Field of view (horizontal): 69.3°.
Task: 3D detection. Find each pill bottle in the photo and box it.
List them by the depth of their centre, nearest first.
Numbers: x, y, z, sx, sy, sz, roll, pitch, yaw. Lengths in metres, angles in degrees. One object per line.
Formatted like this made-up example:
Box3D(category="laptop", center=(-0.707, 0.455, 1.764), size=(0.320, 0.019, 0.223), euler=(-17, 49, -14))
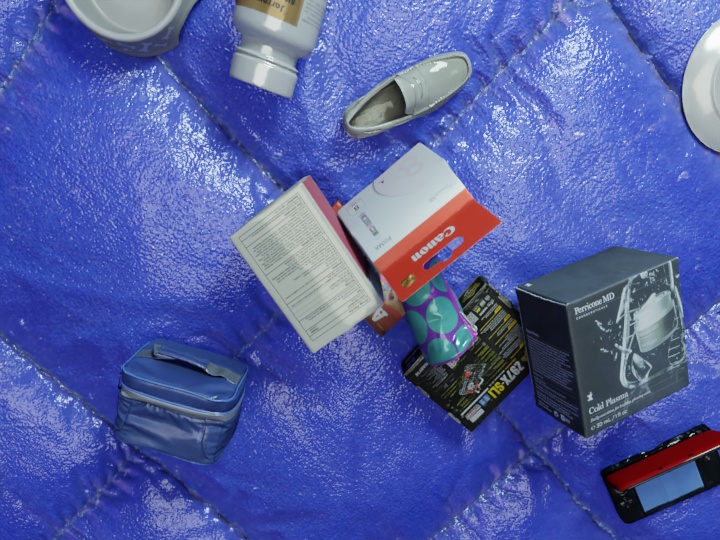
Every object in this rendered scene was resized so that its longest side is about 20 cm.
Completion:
Box3D(category="pill bottle", center=(-0.103, -0.338, 0.671), size=(0.111, 0.115, 0.205), euler=(18, 105, -5))

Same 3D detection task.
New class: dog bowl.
Box3D(category="dog bowl", center=(-0.306, -0.395, 0.686), size=(0.193, 0.059, 0.206), euler=(0, 106, -1))

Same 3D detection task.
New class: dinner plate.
Box3D(category="dinner plate", center=(0.558, -0.269, 0.738), size=(0.194, 0.024, 0.207), euler=(0, 105, 1))

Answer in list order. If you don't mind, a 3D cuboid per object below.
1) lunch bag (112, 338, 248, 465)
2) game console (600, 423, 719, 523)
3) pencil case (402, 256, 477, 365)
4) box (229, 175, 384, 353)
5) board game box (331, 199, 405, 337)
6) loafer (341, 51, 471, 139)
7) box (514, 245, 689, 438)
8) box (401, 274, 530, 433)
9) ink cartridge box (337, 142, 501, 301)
Box3D(category="lunch bag", center=(-0.278, 0.187, 0.805), size=(0.194, 0.136, 0.136), euler=(17, 105, -3))
Box3D(category="game console", center=(0.518, 0.350, 0.858), size=(0.196, 0.119, 0.175), euler=(-27, 104, 8))
Box3D(category="pencil case", center=(0.099, 0.028, 0.761), size=(0.091, 0.085, 0.204), euler=(-26, 86, 25))
Box3D(category="box", center=(-0.070, -0.013, 0.745), size=(0.126, 0.109, 0.202), euler=(-33, 103, 9))
Box3D(category="board game box", center=(0.000, 0.000, 0.814), size=(0.103, 0.019, 0.200), euler=(-43, 101, 12))
Box3D(category="loafer", center=(0.065, -0.240, 0.721), size=(0.196, 0.070, 0.071), euler=(-28, 104, 8))
Box3D(category="box", center=(0.351, 0.095, 0.760), size=(0.195, 0.124, 0.202), euler=(-19, 104, -15))
Box3D(category="box", center=(0.185, 0.136, 0.836), size=(0.159, 0.049, 0.201), euler=(38, 102, -12))
Box3D(category="ink cartridge box", center=(0.067, -0.074, 0.694), size=(0.161, 0.201, 0.057), euler=(-38, 122, 3))
